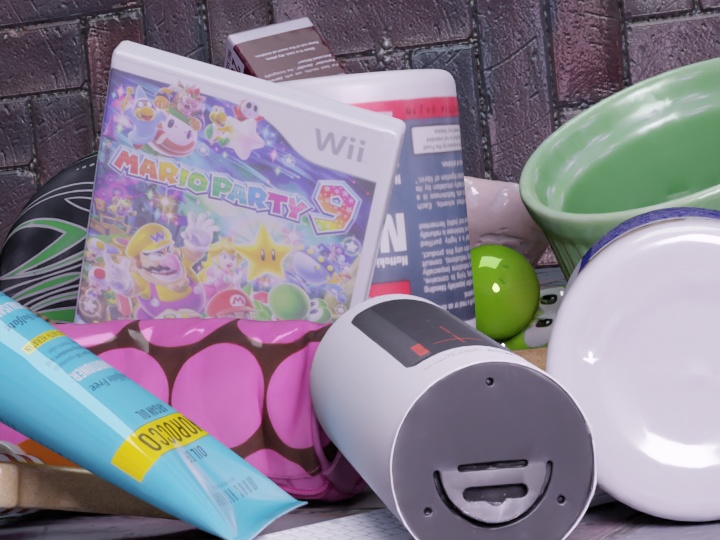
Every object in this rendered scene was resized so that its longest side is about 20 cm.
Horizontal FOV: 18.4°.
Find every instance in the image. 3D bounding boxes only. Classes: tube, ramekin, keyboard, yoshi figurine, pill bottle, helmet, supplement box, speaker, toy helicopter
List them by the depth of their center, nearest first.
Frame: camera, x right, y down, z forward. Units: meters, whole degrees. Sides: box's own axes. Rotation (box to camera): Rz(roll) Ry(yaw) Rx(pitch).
[{"bbox_3d":[0.032,0.061,0.904,0.080,0.082,0.200,-6,7,-9],"label":"speaker"},{"bbox_3d":[-0.119,0.056,0.926,0.199,0.051,0.077,30,20,14],"label":"tube"},{"bbox_3d":[0.037,0.102,0.926,0.199,0.011,0.056,-8,3,-40],"label":"keyboard"},{"bbox_3d":[0.142,0.033,0.969,0.119,0.121,0.200,-5,4,7],"label":"pill bottle"},{"bbox_3d":[-0.144,0.098,0.993,0.198,0.080,0.132,5,-7,-2],"label":"toy helicopter"},{"bbox_3d":[0.000,0.000,1.169,0.118,0.202,0.120,-6,2,0],"label":"pill bottle"},{"bbox_3d":[-0.111,0.014,1.285,0.198,0.202,0.191,-6,-12,-12],"label":"helmet"},{"bbox_3d":[0.202,-0.040,1.317,0.198,0.098,0.200,-20,23,9],"label":"ramekin"},{"bbox_3d":[-0.019,-0.046,1.345,0.060,0.109,0.200,-16,51,-25],"label":"supplement box"},{"bbox_3d":[0.049,0.026,1.433,0.199,0.114,0.112,-9,-1,34],"label":"yoshi figurine"}]

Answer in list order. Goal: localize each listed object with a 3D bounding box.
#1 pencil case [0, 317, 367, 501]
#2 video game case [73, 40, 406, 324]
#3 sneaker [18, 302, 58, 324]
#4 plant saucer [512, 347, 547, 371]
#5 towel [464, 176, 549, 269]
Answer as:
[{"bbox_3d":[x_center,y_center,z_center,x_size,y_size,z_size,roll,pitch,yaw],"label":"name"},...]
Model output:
[{"bbox_3d":[-0.088,0.073,1.067,0.198,0.091,0.094,-5,46,18],"label":"pencil case"},{"bbox_3d":[-0.065,-0.001,1.085,0.142,0.201,0.018,16,31,7],"label":"video game case"},{"bbox_3d":[-0.181,0.086,1.197,0.199,0.109,0.070,28,33,16],"label":"sneaker"},{"bbox_3d":[0.112,0.068,1.282,0.198,0.036,0.200,-5,2,0],"label":"plant saucer"},{"bbox_3d":[0.017,0.000,1.531,0.198,0.032,0.192,7,-43,-16],"label":"towel"}]
